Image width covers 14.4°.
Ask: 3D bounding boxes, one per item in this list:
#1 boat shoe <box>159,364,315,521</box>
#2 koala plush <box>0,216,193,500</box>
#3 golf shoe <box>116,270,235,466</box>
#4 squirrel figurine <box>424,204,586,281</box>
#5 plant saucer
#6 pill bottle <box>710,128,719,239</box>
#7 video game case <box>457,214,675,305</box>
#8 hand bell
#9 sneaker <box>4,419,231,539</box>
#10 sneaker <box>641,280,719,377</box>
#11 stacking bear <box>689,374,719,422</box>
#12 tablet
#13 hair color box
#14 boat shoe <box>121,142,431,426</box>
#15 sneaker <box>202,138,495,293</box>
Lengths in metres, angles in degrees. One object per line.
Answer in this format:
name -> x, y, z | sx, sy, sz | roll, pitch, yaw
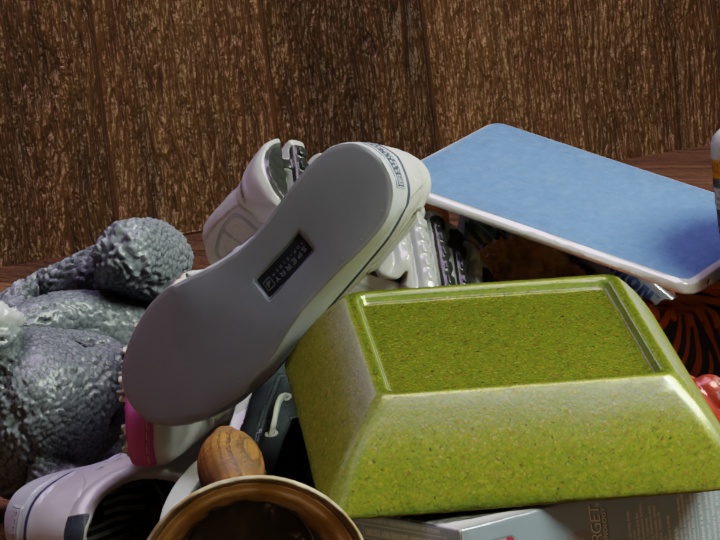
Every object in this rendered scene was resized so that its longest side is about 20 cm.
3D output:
boat shoe -> -0.041, 0.099, 1.528 | 0.060, 0.076, 0.200 | 1, 41, 25
koala plush -> -0.184, 0.079, 1.706 | 0.183, 0.178, 0.200 | -18, 5, 9
golf shoe -> -0.079, 0.052, 1.593 | 0.091, 0.076, 0.200 | 3, 23, 11
squirrel figurine -> 0.057, 0.028, 1.717 | 0.199, 0.188, 0.141 | -5, 6, 20
plant saucer -> 0.069, 0.051, 1.369 | 0.199, 0.048, 0.200 | -4, 20, -6
pill bottle -> 0.254, 0.016, 1.531 | 0.116, 0.201, 0.116 | -6, 6, 1
video game case -> 0.137, 0.007, 1.784 | 0.022, 0.182, 0.200 | -49, -8, -9
hand bell -> -0.057, 0.111, 1.302 | 0.103, 0.105, 0.200 | -8, 16, -5
sneaker -> -0.104, 0.127, 1.602 | 0.071, 0.074, 0.199 | 11, 26, 44
sneaker -> 0.171, 0.025, 1.600 | 0.077, 0.113, 0.200 | 21, -7, 42
stacking bear -> 0.094, 0.091, 1.493 | 0.199, 0.122, 0.114 | -2, 7, -3
tablet -> 0.128, -0.037, 1.618 | 0.199, 0.014, 0.130 | 20, 28, 28
hair color box -> 0.097, 0.125, 1.357 | 0.199, 0.061, 0.099 | -12, 9, -36
boat shoe -> -0.037, 0.007, 1.485 | 0.202, 0.075, 0.086 | -47, -19, 22
sneaker -> 0.000, 0.000, 1.589 | 0.199, 0.075, 0.081 | 30, -54, -29
